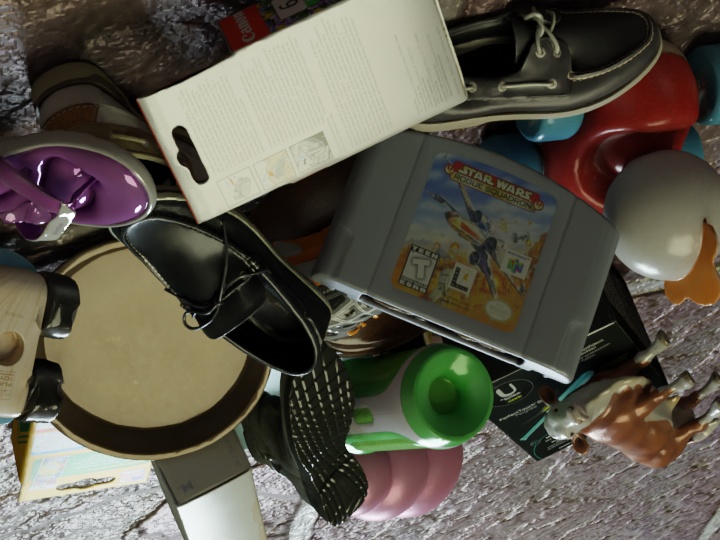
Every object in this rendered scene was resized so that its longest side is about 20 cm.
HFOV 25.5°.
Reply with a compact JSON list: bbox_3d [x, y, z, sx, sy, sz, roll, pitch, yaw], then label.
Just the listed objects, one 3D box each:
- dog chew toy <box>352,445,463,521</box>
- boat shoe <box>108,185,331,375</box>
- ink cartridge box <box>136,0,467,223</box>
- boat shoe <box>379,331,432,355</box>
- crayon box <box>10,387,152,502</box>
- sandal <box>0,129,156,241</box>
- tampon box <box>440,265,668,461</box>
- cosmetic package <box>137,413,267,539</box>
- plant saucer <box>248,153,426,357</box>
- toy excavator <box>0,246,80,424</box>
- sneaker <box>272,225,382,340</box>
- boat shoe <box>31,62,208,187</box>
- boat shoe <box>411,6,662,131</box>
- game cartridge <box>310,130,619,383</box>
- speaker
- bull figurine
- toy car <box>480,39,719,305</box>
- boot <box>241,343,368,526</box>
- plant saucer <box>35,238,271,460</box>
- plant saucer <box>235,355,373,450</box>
[{"bbox_3d":[0.017,0.182,1.515,0.124,0.126,0.199,-34,168,25],"label":"dog chew toy"},{"bbox_3d":[-0.091,0.008,1.086,0.074,0.063,0.200,-30,132,26],"label":"boat shoe"},{"bbox_3d":[-0.039,-0.122,1.027,0.198,0.051,0.110,-25,128,-2],"label":"ink cartridge box"},{"bbox_3d":[0.017,0.025,1.345,0.073,0.067,0.200,-27,149,14],"label":"boat shoe"},{"bbox_3d":[-0.234,0.125,1.381,0.124,0.052,0.201,-7,148,-22],"label":"crayon box"},{"bbox_3d":[-0.213,-0.045,1.009,0.200,0.050,0.083,3,145,33],"label":"sandal"},{"bbox_3d":[0.170,0.059,1.433,0.149,0.127,0.200,-27,149,13],"label":"tampon box"},{"bbox_3d":[-0.137,0.181,1.383,0.072,0.104,0.201,-24,156,-12],"label":"cosmetic package"},{"bbox_3d":[0.000,0.000,1.254,0.197,0.037,0.202,-6,128,-7],"label":"plant saucer"},{"bbox_3d":[-0.311,0.069,1.202,0.099,0.199,0.197,9,97,-39],"label":"toy excavator"},{"bbox_3d":[-0.007,0.010,1.192,0.197,0.079,0.078,-11,130,10],"label":"sneaker"},{"bbox_3d":[-0.153,-0.065,1.090,0.074,0.069,0.200,-29,150,17],"label":"boat shoe"},{"bbox_3d":[0.117,-0.148,1.109,0.197,0.073,0.063,-14,154,-1],"label":"boat shoe"},{"bbox_3d":[0.078,-0.018,1.126,0.198,0.135,0.042,21,169,-2],"label":"game cartridge"},{"bbox_3d":[0.031,0.109,1.325,0.087,0.090,0.200,-4,174,-25],"label":"speaker"},{"bbox_3d":[0.239,0.118,1.376,0.121,0.066,0.199,-35,147,20],"label":"bull figurine"},{"bbox_3d":[0.213,-0.051,1.197,0.182,0.202,0.178,-6,149,-21],"label":"toy car"},{"bbox_3d":[-0.067,0.119,1.327,0.068,0.130,0.202,-37,139,-27],"label":"boot"},{"bbox_3d":[-0.167,0.058,1.246,0.197,0.030,0.203,-4,118,-7],"label":"plant saucer"},{"bbox_3d":[-0.084,0.100,1.441,0.198,0.039,0.202,-14,150,-8],"label":"plant saucer"}]
